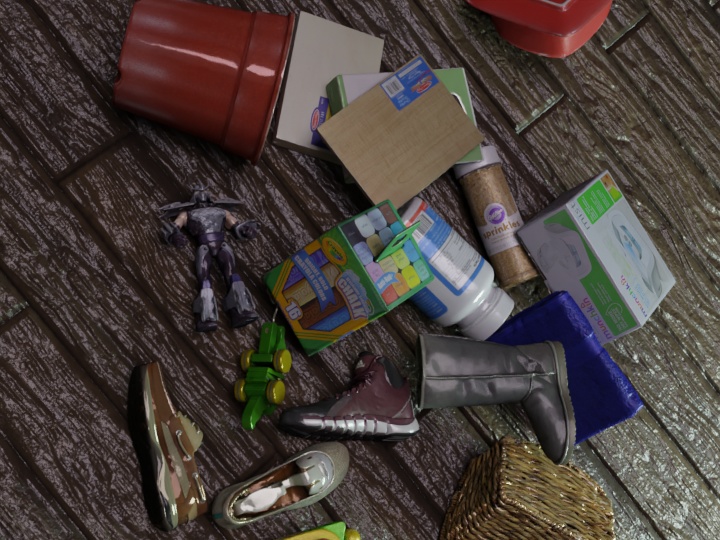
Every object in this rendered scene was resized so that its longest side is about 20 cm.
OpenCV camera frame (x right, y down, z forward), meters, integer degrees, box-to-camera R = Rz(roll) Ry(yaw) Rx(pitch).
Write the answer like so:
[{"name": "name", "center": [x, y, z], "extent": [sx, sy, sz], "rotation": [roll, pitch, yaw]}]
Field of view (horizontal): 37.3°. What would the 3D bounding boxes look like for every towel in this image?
[{"name": "towel", "center": [0.284, 0.137, 1.487], "extent": [0.200, 0.147, 0.050], "rotation": [55, 32, -2]}]

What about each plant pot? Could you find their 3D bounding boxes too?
[{"name": "plant pot", "center": [-0.202, -0.255, 1.352], "extent": [0.194, 0.201, 0.202], "rotation": [15, 72, -10]}]

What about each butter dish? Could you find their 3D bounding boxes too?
[{"name": "butter dish", "center": [0.290, -0.391, 1.614], "extent": [0.199, 0.148, 0.200], "rotation": [30, 62, 31]}]

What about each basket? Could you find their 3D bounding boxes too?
[{"name": "basket", "center": [0.224, 0.333, 1.447], "extent": [0.199, 0.149, 0.143], "rotation": [30, 35, -13]}]

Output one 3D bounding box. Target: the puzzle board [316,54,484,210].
[{"name": "puzzle board", "center": [0.056, -0.184, 1.451], "extent": [0.200, 0.017, 0.151], "rotation": [-39, 92, -24]}]

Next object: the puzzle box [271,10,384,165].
[{"name": "puzzle box", "center": [-0.045, -0.253, 1.498], "extent": [0.132, 0.025, 0.201], "rotation": [16, 72, -19]}]

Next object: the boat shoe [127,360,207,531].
[{"name": "boat shoe", "center": [-0.230, 0.208, 1.287], "extent": [0.074, 0.076, 0.201], "rotation": [-9, 89, -30]}]

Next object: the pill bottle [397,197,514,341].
[{"name": "pill bottle", "center": [0.110, 0.005, 1.452], "extent": [0.200, 0.112, 0.112], "rotation": [44, 65, -8]}]

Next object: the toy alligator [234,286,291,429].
[{"name": "toy alligator", "center": [-0.114, 0.114, 1.369], "extent": [0.054, 0.059, 0.201], "rotation": [51, 44, -55]}]

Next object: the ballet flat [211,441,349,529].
[{"name": "ballet flat", "center": [-0.089, 0.271, 1.330], "extent": [0.199, 0.062, 0.068], "rotation": [-23, 87, -26]}]

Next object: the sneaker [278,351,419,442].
[{"name": "sneaker", "center": [-0.017, 0.161, 1.390], "extent": [0.199, 0.076, 0.116], "rotation": [9, 69, -31]}]

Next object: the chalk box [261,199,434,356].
[{"name": "chalk box", "center": [0.000, 0.000, 1.342], "extent": [0.125, 0.200, 0.124], "rotation": [-30, 90, -50]}]

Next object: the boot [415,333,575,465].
[{"name": "boot", "center": [0.174, 0.169, 1.400], "extent": [0.199, 0.073, 0.183], "rotation": [1, 67, -17]}]

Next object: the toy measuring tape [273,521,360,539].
[{"name": "toy measuring tape", "center": [-0.088, 0.362, 1.306], "extent": [0.199, 0.074, 0.074], "rotation": [-11, 82, -25]}]

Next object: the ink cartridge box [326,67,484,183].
[{"name": "ink cartridge box", "center": [0.063, -0.205, 1.490], "extent": [0.199, 0.048, 0.146], "rotation": [-8, 81, -24]}]

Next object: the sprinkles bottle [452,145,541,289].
[{"name": "sprinkles bottle", "center": [0.196, -0.076, 1.532], "extent": [0.068, 0.068, 0.201], "rotation": [-19, 85, -25]}]

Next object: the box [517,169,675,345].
[{"name": "box", "center": [0.338, -0.018, 1.529], "extent": [0.201, 0.097, 0.176], "rotation": [58, 37, -1]}]

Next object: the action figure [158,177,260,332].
[{"name": "action figure", "center": [-0.186, -0.025, 1.361], "extent": [0.130, 0.069, 0.201], "rotation": [-9, 78, -19]}]
